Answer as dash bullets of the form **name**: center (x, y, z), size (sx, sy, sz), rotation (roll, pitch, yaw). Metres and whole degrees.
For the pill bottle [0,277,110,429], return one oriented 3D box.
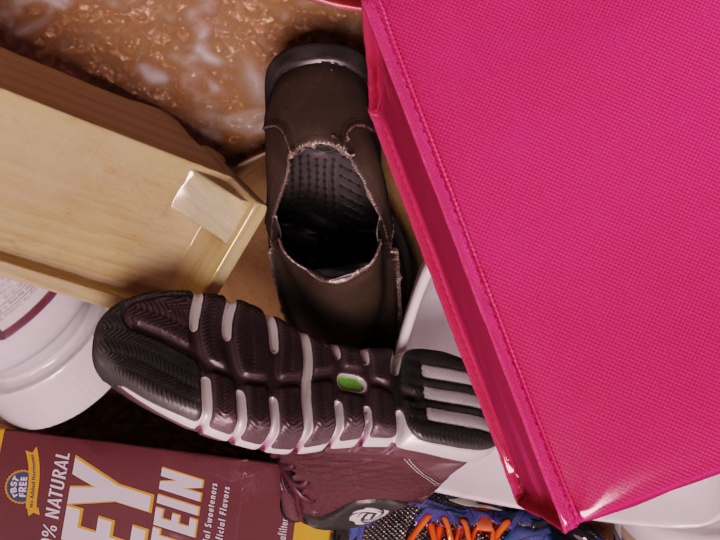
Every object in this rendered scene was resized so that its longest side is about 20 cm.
- **pill bottle**: center (-0.203, -0.016, 0.795), size (0.109, 0.110, 0.200), rotation (-18, 129, 21)

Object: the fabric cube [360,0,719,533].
- **fabric cube**: center (0.126, -0.028, 0.613), size (0.199, 0.197, 0.200), rotation (-21, 175, -1)

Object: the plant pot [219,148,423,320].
- **plant pot**: center (0.000, 0.000, 0.848), size (0.199, 0.028, 0.200), rotation (3, 133, 3)

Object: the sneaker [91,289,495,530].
- **sneaker**: center (-0.041, 0.082, 0.757), size (0.199, 0.076, 0.116), rotation (15, 136, -15)

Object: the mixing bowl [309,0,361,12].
- **mixing bowl**: center (0.016, -0.209, 0.593), size (0.199, 0.109, 0.201), rotation (3, 133, 3)

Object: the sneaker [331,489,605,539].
- **sneaker**: center (0.067, 0.150, 0.864), size (0.199, 0.076, 0.078), rotation (8, 176, -38)

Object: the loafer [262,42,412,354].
- **loafer**: center (-0.018, -0.013, 0.770), size (0.073, 0.071, 0.200), rotation (-3, 132, 9)

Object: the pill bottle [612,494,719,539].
- **pill bottle**: center (0.209, 0.189, 0.938), size (0.111, 0.111, 0.201), rotation (-4, 128, 9)

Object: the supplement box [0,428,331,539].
- **supplement box**: center (-0.123, 0.178, 0.898), size (0.199, 0.133, 0.197), rotation (8, 165, -2)

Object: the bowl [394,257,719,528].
- **bowl**: center (0.117, 0.036, 0.802), size (0.199, 0.075, 0.200), rotation (9, 134, -3)

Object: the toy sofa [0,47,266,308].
- **toy sofa**: center (-0.151, -0.043, 0.718), size (0.200, 0.098, 0.083), rotation (20, 107, -45)
